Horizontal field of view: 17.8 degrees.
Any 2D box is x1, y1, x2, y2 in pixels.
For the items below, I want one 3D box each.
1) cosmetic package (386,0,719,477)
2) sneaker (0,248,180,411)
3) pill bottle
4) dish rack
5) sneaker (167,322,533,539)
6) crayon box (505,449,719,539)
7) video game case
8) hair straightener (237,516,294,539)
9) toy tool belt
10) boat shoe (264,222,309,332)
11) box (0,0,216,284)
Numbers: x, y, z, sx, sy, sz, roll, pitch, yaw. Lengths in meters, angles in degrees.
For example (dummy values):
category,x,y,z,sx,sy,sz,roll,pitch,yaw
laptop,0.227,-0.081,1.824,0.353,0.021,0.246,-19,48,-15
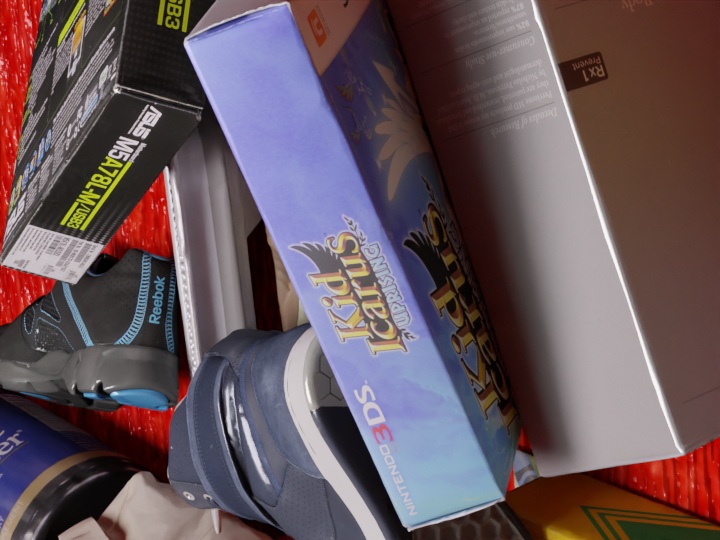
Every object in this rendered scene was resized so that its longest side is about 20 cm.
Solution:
category,x,y,z,sx,sy,sz,roll,pitch,yaw
cosmetic package,0.096,-0.034,0.853,0.090,0.106,0.202,-20,91,53
sneaker,-0.148,0.033,1.257,0.199,0.073,0.083,-3,75,57
pill bottle,-0.202,0.132,1.320,0.199,0.111,0.113,22,123,46
dish rack,-0.067,0.006,1.094,0.172,0.043,0.202,-115,19,-69
sneaker,-0.003,0.112,0.980,0.146,0.077,0.204,-8,110,55
crayon box,0.119,0.165,0.963,0.199,0.051,0.127,18,120,48
video game case,0.013,-0.034,0.876,0.045,0.182,0.201,-17,110,20
hair straightener,-0.056,0.113,1.175,0.200,0.041,0.077,-33,79,59
toy tool belt,-0.108,0.207,1.174,0.124,0.123,0.201,22,143,19
boat shoe,0.000,0.000,1.028,0.201,0.075,0.072,81,-178,-47
box,-0.108,-0.119,1.038,0.200,0.047,0.195,136,146,-58
